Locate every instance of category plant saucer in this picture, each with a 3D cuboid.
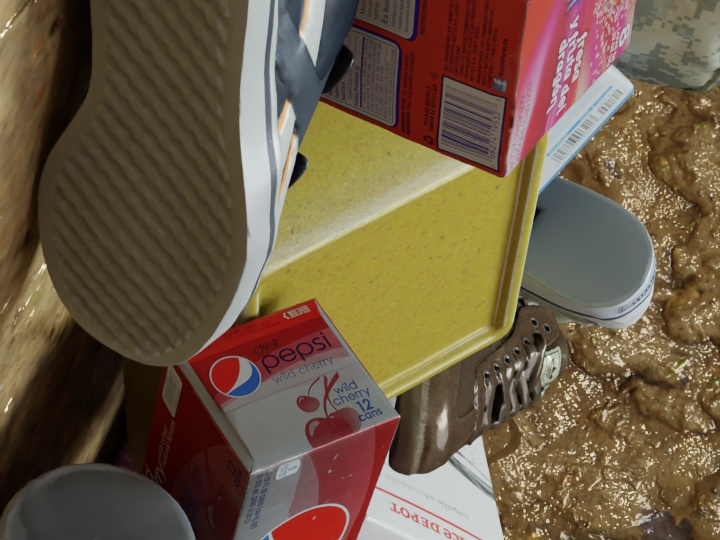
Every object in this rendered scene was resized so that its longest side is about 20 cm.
[{"bbox_3d":[0.000,0.000,0.875,0.199,0.049,0.201,-28,149,-22],"label":"plant saucer"}]

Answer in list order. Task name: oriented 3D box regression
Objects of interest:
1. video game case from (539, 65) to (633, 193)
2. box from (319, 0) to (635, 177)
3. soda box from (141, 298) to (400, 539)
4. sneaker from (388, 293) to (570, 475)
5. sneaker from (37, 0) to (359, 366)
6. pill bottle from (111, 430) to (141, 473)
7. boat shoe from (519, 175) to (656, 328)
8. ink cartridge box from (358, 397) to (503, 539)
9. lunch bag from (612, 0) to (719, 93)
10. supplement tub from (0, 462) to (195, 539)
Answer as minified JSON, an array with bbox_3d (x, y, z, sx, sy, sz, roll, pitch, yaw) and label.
[{"bbox_3d":[0.026,-0.054,0.901,0.143,0.018,0.200,-47,152,12],"label":"video game case"},{"bbox_3d":[0.033,-0.144,0.658,0.095,0.099,0.201,-46,151,-42],"label":"box"},{"bbox_3d":[-0.047,0.105,0.853,0.070,0.064,0.201,-19,147,-30],"label":"soda box"},{"bbox_3d":[0.065,0.039,1.070,0.200,0.075,0.071,-66,166,-60],"label":"sneaker"},{"bbox_3d":[-0.044,-0.058,0.656,0.080,0.078,0.201,-52,165,-43],"label":"sneaker"},{"bbox_3d":[-0.053,0.086,1.012,0.112,0.112,0.201,77,38,-81],"label":"pill bottle"},{"bbox_3d":[0.058,-0.034,1.053,0.075,0.201,0.086,-56,162,-11],"label":"boat shoe"},{"bbox_3d":[0.011,0.114,1.108,0.068,0.116,0.201,-37,-137,28],"label":"ink cartridge box"},{"bbox_3d":[0.104,-0.167,0.994,0.168,0.199,0.140,-36,142,-81],"label":"lunch bag"},{"bbox_3d":[-0.111,0.159,0.812,0.201,0.106,0.107,109,8,-47],"label":"supplement tub"}]
